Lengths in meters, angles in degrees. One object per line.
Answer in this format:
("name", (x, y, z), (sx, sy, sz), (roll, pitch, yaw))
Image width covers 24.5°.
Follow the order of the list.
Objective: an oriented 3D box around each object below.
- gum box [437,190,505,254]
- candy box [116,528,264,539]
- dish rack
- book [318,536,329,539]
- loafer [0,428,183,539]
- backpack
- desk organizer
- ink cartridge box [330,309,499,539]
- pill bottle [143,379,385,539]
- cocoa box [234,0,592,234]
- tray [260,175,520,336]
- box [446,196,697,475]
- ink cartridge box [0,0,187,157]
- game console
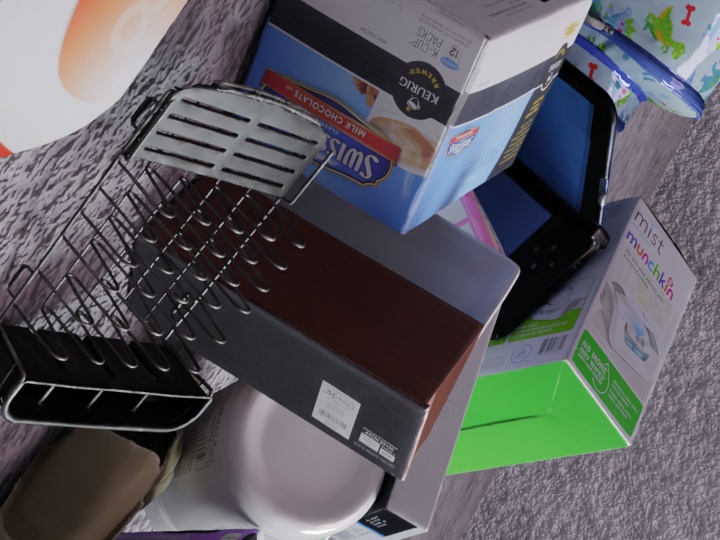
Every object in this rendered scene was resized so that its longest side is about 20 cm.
("gum box", (-0.005, 0.008, 1.143), (0.198, 0.067, 0.113), (-27, 169, 9))
("candy box", (-0.167, 0.227, 0.988), (0.200, 0.166, 0.072), (-33, 113, -61))
("dish rack", (-0.096, -0.006, 0.864), (0.200, 0.055, 0.153), (-51, 151, 18))
("book", (-0.043, 0.181, 1.369), (0.200, 0.048, 0.133), (-47, -157, -5))
("loafer", (-0.165, 0.127, 1.004), (0.069, 0.075, 0.200), (-67, 173, 27))
("backpack", (0.197, -0.194, 1.313), (0.148, 0.199, 0.183), (-59, 167, 6))
("desk organizer", (-0.033, 0.027, 0.977), (0.077, 0.199, 0.072), (-49, 163, -39))
("ink cartridge box", (0.040, 0.088, 1.130), (0.099, 0.039, 0.202), (-33, -149, 58))
("pill bottle", (-0.074, 0.134, 1.121), (0.115, 0.114, 0.200), (-50, -169, -30))
("cocoa box", (0.035, -0.129, 1.017), (0.200, 0.133, 0.132), (-33, 151, -61))
("tray", (0.000, 0.000, 1.038), (0.108, 0.199, 0.022), (-57, 149, -2))
("box", (0.130, 0.051, 1.269), (0.199, 0.097, 0.177), (-17, -148, 43))
("ink cartridge box", (-0.147, -0.082, 0.659), (0.201, 0.050, 0.162), (-60, 166, -7))
("game console", (0.086, -0.082, 1.223), (0.170, 0.200, 0.118), (-42, 138, -1))
